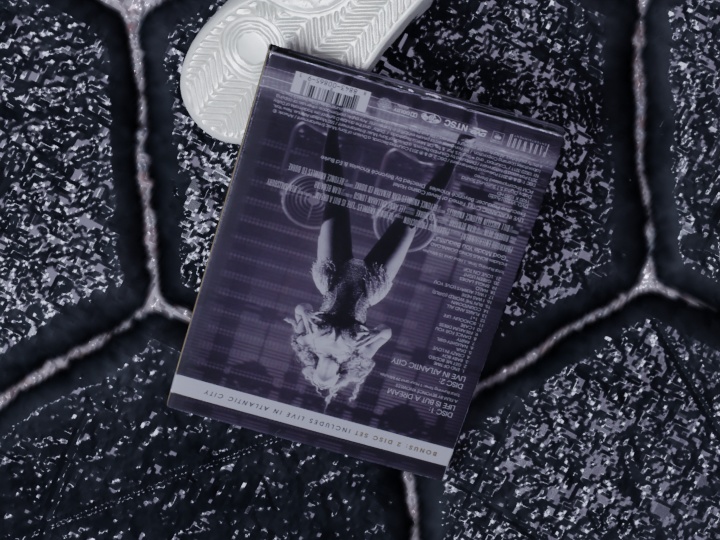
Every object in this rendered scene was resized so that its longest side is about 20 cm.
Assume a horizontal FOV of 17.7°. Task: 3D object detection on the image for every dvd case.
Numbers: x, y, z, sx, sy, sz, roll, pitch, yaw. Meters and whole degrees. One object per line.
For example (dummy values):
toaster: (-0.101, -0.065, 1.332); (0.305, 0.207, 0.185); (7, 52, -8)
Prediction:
dvd case: (0.000, 0.000, 1.133); (0.148, 0.016, 0.201); (15, 115, -6)

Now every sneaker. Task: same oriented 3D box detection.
sneaker: (-0.003, -0.136, 1.125); (0.200, 0.085, 0.075); (-36, 97, 26)
